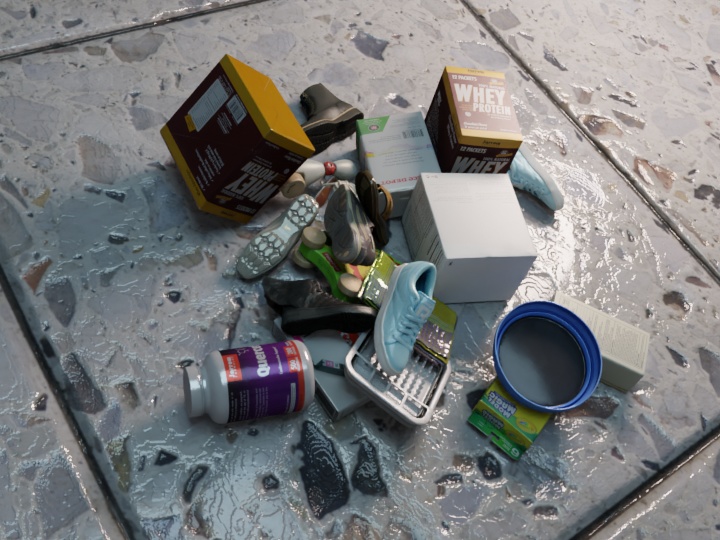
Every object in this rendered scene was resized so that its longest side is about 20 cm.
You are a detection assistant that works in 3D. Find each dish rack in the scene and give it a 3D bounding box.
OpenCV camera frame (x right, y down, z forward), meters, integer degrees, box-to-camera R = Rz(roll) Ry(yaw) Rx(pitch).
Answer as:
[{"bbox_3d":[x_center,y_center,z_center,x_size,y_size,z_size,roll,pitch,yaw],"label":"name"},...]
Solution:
[{"bbox_3d":[0.060,0.170,1.433,0.170,0.044,0.200,36,35,1],"label":"dish rack"}]

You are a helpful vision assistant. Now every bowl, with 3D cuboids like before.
[{"bbox_3d":[0.324,0.153,1.488,0.196,0.040,0.205,5,62,-9],"label":"bowl"}]

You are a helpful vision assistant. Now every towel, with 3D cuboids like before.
[{"bbox_3d":[0.090,0.065,1.498,0.199,0.023,0.144,40,39,-10],"label":"towel"}]

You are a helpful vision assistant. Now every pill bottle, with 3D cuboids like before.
[{"bbox_3d":[-0.177,0.178,1.346,0.196,0.113,0.114,-6,56,-21],"label":"pill bottle"}]

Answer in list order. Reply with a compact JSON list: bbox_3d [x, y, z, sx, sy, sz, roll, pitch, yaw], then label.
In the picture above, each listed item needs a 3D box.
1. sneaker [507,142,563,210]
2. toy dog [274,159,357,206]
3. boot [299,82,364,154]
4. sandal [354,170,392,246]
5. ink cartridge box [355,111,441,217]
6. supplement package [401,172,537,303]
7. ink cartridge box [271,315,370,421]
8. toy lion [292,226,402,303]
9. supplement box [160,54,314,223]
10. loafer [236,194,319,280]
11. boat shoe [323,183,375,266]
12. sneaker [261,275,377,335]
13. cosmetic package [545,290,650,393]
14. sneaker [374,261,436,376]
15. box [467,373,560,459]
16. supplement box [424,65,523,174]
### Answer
[{"bbox_3d":[0.354,-0.197,1.827,0.081,0.074,0.201,-35,72,-2],"label":"sneaker"},{"bbox_3d":[-0.105,-0.174,1.661,0.196,0.097,0.134,15,47,-25],"label":"toy dog"},{"bbox_3d":[-0.105,-0.322,1.772,0.138,0.078,0.199,41,40,20],"label":"boot"},{"bbox_3d":[0.035,-0.119,1.575,0.054,0.201,0.082,-28,53,-6],"label":"sandal"},{"bbox_3d":[0.077,-0.213,1.714,0.142,0.088,0.203,-9,54,-8],"label":"ink cartridge box"},{"bbox_3d":[0.202,-0.062,1.617,0.187,0.148,0.203,-2,55,-17],"label":"supplement package"},{"bbox_3d":[-0.031,0.136,1.468,0.172,0.044,0.201,-26,65,-29],"label":"ink cartridge box"},{"bbox_3d":[0.000,0.000,1.556,0.189,0.069,0.201,-10,50,-42],"label":"toy lion"},{"bbox_3d":[-0.227,-0.236,1.551,0.132,0.200,0.199,15,38,-56],"label":"supplement box"},{"bbox_3d":[-0.151,-0.056,1.560,0.070,0.070,0.200,44,70,3],"label":"loafer"},{"bbox_3d":[-0.016,-0.076,1.543,0.073,0.074,0.202,29,34,-31],"label":"boat shoe"},{"bbox_3d":[-0.070,0.053,1.442,0.195,0.061,0.106,-5,49,1],"label":"sneaker"},{"bbox_3d":[0.433,0.134,1.591,0.197,0.074,0.105,25,52,3],"label":"cosmetic package"},{"bbox_3d":[0.079,0.071,1.389,0.073,0.081,0.204,29,60,-33],"label":"sneaker"},{"bbox_3d":[0.282,0.227,1.493,0.117,0.049,0.200,37,54,12],"label":"box"},{"bbox_3d":[0.220,-0.272,1.743,0.130,0.202,0.200,3,53,-14],"label":"supplement box"}]
